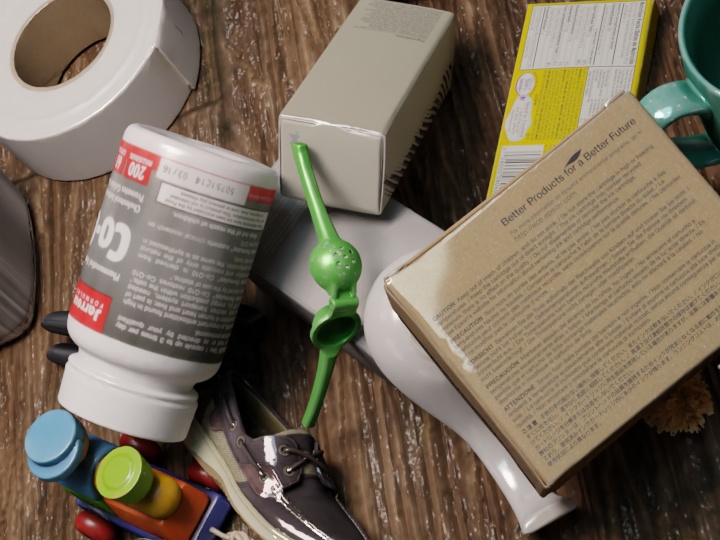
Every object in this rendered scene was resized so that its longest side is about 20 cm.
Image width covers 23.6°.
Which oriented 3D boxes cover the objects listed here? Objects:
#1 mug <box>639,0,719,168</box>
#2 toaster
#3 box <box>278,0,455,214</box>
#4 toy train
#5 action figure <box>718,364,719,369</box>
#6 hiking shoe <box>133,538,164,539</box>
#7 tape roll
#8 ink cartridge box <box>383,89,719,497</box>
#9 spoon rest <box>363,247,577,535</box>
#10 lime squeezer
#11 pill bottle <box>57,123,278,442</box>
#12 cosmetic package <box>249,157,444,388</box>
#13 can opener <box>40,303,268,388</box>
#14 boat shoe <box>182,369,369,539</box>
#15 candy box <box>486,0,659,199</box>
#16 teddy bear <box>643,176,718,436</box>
[{"bbox_3d":[0.281,-0.133,1.154,0.183,0.115,0.153,-2,58,21],"label":"mug"},{"bbox_3d":[-0.336,-0.018,1.407,0.113,0.129,0.201,-24,53,14],"label":"toaster"},{"bbox_3d":[0.008,-0.125,1.264,0.081,0.069,0.200,12,36,14],"label":"box"},{"bbox_3d":[-0.139,0.161,1.207,0.199,0.116,0.085,18,72,34],"label":"toy train"},{"bbox_3d":[0.261,0.020,0.976,0.118,0.201,0.102,-8,36,8],"label":"action figure"},{"bbox_3d":[-0.067,0.221,1.153,0.198,0.087,0.075,20,89,6],"label":"hiking shoe"},{"bbox_3d":[-0.239,-0.181,1.491,0.201,0.071,0.204,-13,56,20],"label":"tape roll"},{"bbox_3d":[0.140,0.016,1.081,0.199,0.075,0.165,-37,78,-4],"label":"ink cartridge box"},{"bbox_3d":[0.074,0.079,1.144,0.099,0.061,0.201,-27,81,-7],"label":"spoon rest"},{"bbox_3d":[-0.027,0.018,1.166,0.070,0.038,0.202,11,108,45],"label":"lime squeezer"},{"bbox_3d":[-0.138,0.009,1.204,0.113,0.114,0.202,22,96,35],"label":"pill bottle"},{"bbox_3d":[0.000,0.000,1.251,0.200,0.090,0.107,37,83,35],"label":"cosmetic package"},{"bbox_3d":[-0.165,0.061,1.326,0.198,0.078,0.064,-2,100,30],"label":"can opener"},{"bbox_3d":[-0.056,0.138,1.200,0.200,0.072,0.065,40,107,43],"label":"boat shoe"},{"bbox_3d":[0.155,-0.111,1.270,0.101,0.026,0.202,3,64,24],"label":"candy box"},{"bbox_3d":[0.191,0.012,1.145,0.144,0.067,0.201,20,72,23],"label":"teddy bear"}]
